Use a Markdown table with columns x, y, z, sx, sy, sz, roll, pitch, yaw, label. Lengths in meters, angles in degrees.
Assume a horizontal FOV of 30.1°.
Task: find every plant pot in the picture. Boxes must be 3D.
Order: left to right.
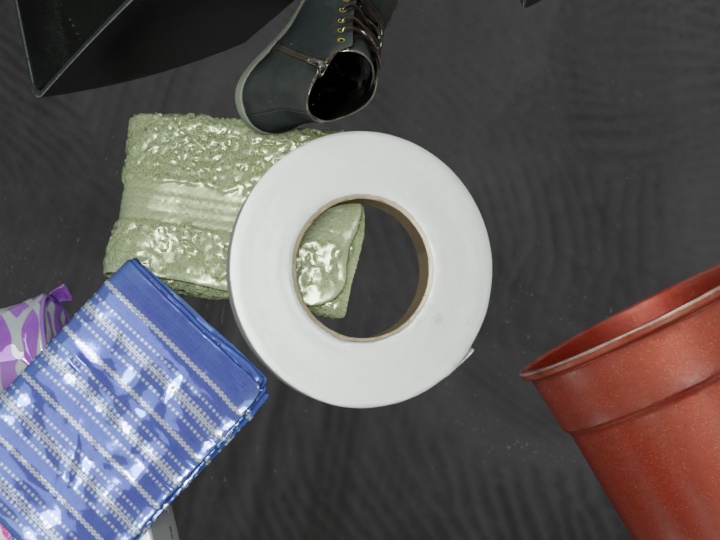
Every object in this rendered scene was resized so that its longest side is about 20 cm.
| x | y | z | sx | sy | sz | roll | pitch | yaw | label |
| --- | --- | --- | --- | --- | --- | --- | --- | --- | --- |
| -0.140 | -0.257 | 0.976 | 0.176 | 0.199 | 0.202 | -6 | 77 | -37 | plant pot |
| 0.238 | 0.114 | 0.909 | 0.199 | 0.201 | 0.197 | -26 | 88 | -1 | plant pot |

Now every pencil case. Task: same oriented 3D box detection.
| x | y | z | sx | sy | sz | roll | pitch | yaw | label |
| --- | --- | --- | --- | --- | --- | --- | --- | --- | --- |
| -0.313 | 0.071 | 1.005 | 0.197 | 0.084 | 0.086 | -9 | 57 | 1 | pencil case |

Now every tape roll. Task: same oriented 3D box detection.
| x | y | z | sx | sy | sz | roll | pitch | yaw | label |
| --- | --- | --- | --- | --- | --- | --- | --- | --- | --- |
| 0.000 | 0.000 | 0.989 | 0.199 | 0.037 | 0.206 | 1 | 87 | -11 | tape roll |

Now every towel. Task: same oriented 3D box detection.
| x | y | z | sx | sy | sz | roll | pitch | yaw | label |
| --- | --- | --- | --- | --- | --- | --- | --- | --- | --- |
| -0.176 | 0.107 | 0.931 | 0.145 | 0.024 | 0.200 | 41 | 82 | 9 | towel |
| -0.093 | -0.047 | 1.028 | 0.197 | 0.037 | 0.151 | 7 | 80 | 5 | towel |

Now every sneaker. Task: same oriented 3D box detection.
| x | y | z | sx | sy | sz | roll | pitch | yaw | label |
| --- | --- | --- | --- | --- | --- | --- | --- | --- | --- |
| -0.001 | -0.179 | 0.993 | 0.075 | 0.106 | 0.201 | 43 | 72 | -31 | sneaker |

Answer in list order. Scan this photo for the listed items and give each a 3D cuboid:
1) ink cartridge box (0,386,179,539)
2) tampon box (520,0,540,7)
| x | y | z | sx | sy | sz | roll | pitch | yaw | label |
| --- | --- | --- | --- | --- | --- | --- | --- | --- | --- |
| -0.243 | 0.182 | 0.975 | 0.197 | 0.084 | 0.147 | -16 | 80 | 0 | ink cartridge box |
| 0.178 | -0.328 | 1.010 | 0.198 | 0.126 | 0.151 | -29 | 80 | -1 | tampon box |
